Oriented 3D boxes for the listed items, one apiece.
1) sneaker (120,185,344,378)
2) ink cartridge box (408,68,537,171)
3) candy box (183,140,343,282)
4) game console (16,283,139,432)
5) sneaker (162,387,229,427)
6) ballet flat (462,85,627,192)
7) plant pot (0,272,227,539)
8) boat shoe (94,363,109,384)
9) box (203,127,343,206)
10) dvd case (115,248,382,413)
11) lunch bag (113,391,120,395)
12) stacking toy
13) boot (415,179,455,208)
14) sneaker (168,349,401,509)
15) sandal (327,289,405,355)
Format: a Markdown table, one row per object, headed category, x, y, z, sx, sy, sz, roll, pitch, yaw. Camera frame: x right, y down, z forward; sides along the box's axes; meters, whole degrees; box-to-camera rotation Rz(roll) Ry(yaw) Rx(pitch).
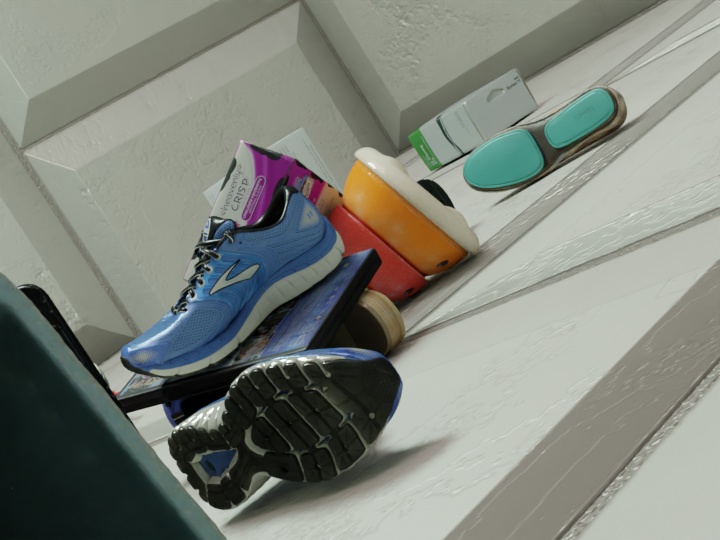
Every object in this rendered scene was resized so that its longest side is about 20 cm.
| category | x | y | z | sx | sy | sz | roll | pitch | yaw |
| --- | --- | --- | --- | --- | --- | --- | --- | --- | --- |
| sneaker | -0.110 | 0.006 | 1.118 | 0.200 | 0.089 | 0.078 | -41 | 22 | -21 |
| ink cartridge box | 0.200 | -0.267 | 2.579 | 0.146 | 0.083 | 0.200 | -35 | 5 | -28 |
| candy box | -0.076 | -0.026 | 1.343 | 0.137 | 0.061 | 0.200 | -68 | -21 | -4 |
| game console | -0.267 | 0.139 | 1.064 | 0.172 | 0.200 | 0.119 | -31 | 6 | 7 |
| sneaker | -0.127 | 0.104 | 1.207 | 0.115 | 0.081 | 0.199 | -35 | 7 | -40 |
| ballet flat | 0.208 | -0.138 | 1.597 | 0.199 | 0.068 | 0.067 | -24 | -11 | 27 |
| plant pot | -0.168 | 0.158 | 0.483 | 0.200 | 0.196 | 0.196 | -41 | -1 | 40 |
| boat shoe | -0.495 | 0.233 | 2.366 | 0.200 | 0.073 | 0.062 | -40 | -37 | -4 |
| box | -0.146 | -0.120 | 2.642 | 0.131 | 0.199 | 0.200 | -37 | 7 | -41 |
| dvd case | -0.090 | 0.049 | 1.147 | 0.199 | 0.018 | 0.143 | -16 | 25 | 33 |
| lunch bag | -0.361 | 0.197 | 1.761 | 0.176 | 0.082 | 0.200 | -29 | 7 | 1 |
| stacking toy | 0.000 | 0.000 | 1.340 | 0.200 | 0.146 | 0.146 | -50 | 5 | 4 |
| boot | -0.003 | -0.011 | 1.519 | 0.168 | 0.077 | 0.200 | -24 | 16 | 37 |
| sneaker | -0.038 | 0.079 | 0.867 | 0.089 | 0.079 | 0.200 | -40 | 9 | -37 |
| sandal | -0.013 | 0.037 | 1.207 | 0.070 | 0.078 | 0.211 | -34 | 14 | -29 |
